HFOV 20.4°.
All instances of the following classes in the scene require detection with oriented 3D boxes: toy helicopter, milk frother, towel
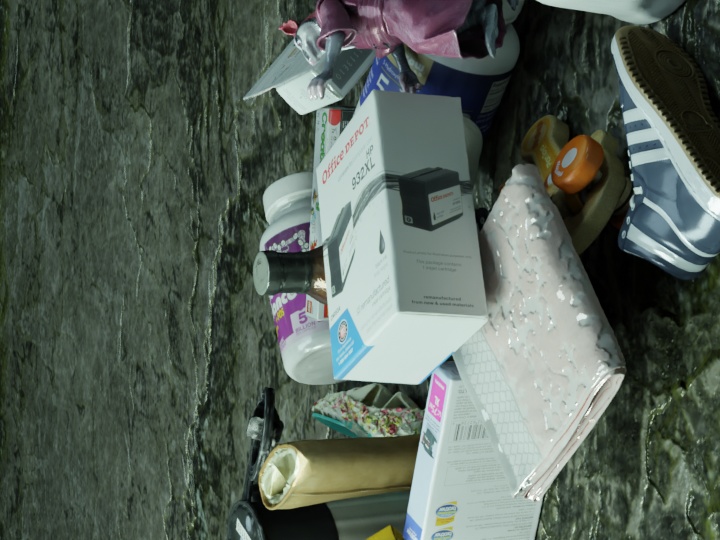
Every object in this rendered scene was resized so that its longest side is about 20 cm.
[{"bbox_3d":[0.159,-0.065,1.634,0.132,0.079,0.200,-52,21,18],"label":"toy helicopter"},{"bbox_3d":[-0.024,0.216,1.899,0.181,0.187,0.201,-115,31,-41],"label":"milk frother"},{"bbox_3d":[0.129,0.051,1.568,0.191,0.032,0.201,-63,40,46],"label":"towel"}]

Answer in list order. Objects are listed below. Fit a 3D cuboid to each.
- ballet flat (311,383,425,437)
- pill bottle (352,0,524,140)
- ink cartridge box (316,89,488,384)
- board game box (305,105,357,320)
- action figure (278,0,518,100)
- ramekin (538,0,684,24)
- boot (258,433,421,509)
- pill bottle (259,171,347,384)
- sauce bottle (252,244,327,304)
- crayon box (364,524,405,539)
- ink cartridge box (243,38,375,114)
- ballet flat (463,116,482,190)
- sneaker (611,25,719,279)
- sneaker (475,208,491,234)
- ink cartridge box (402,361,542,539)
[{"bbox_3d":[0.021,0.147,1.979,0.064,0.076,0.200,-59,30,-6],"label":"ballet flat"},{"bbox_3d":[0.073,-0.182,1.776,0.120,0.119,0.201,61,139,46],"label":"pill bottle"},{"bbox_3d":[0.030,-0.026,1.648,0.145,0.083,0.201,130,139,-57],"label":"ink cartridge box"},{"bbox_3d":[0.015,-0.053,1.898,0.035,0.126,0.201,-160,71,-64],"label":"board game box"},{"bbox_3d":[0.021,-0.214,1.648,0.199,0.134,0.150,0,95,23],"label":"action figure"},{"bbox_3d":[0.187,-0.295,1.560,0.200,0.097,0.202,180,90,-66],"label":"ramekin"},{"bbox_3d":[0.030,0.163,1.780,0.175,0.199,0.066,123,139,-50],"label":"boot"},{"bbox_3d":[-0.042,0.005,2.040,0.112,0.112,0.201,128,136,-53],"label":"pill bottle"},{"bbox_3d":[0.000,0.000,1.845,0.066,0.199,0.066,-178,90,-65],"label":"sauce bottle"},{"bbox_3d":[0.012,0.303,1.790,0.200,0.127,0.051,50,-167,-48],"label":"crayon box"},{"bbox_3d":[-0.010,-0.231,1.908,0.200,0.044,0.173,-52,15,-20],"label":"ink cartridge box"},{"bbox_3d":[0.068,-0.041,1.761,0.070,0.069,0.201,-121,30,-48],"label":"ballet flat"},{"bbox_3d":[0.224,-0.086,1.514,0.109,0.070,0.201,-63,40,42],"label":"sneaker"},{"bbox_3d":[0.143,0.006,1.674,0.200,0.070,0.109,-151,62,-65],"label":"sneaker"},{"bbox_3d":[0.104,0.172,1.717,0.042,0.119,0.201,37,124,56],"label":"ink cartridge box"}]
